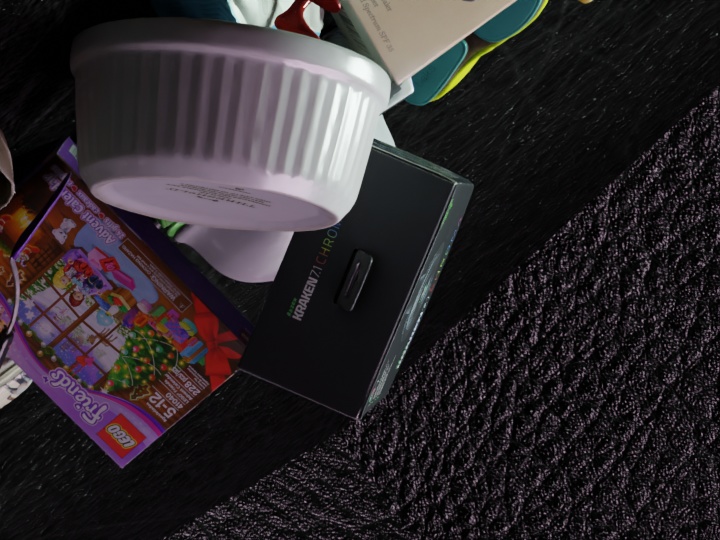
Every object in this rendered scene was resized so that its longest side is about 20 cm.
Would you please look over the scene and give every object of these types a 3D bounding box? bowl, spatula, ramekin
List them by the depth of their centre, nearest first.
[{"bbox_3d":[-0.085,-0.085,1.454,0.202,0.095,0.202,6,170,1],"label":"ramekin"},{"bbox_3d":[-0.238,0.026,1.584,0.057,0.020,0.201,-100,-150,-75],"label":"spatula"},{"bbox_3d":[-0.042,-0.047,1.845,0.201,0.091,0.201,-34,180,0],"label":"bowl"}]

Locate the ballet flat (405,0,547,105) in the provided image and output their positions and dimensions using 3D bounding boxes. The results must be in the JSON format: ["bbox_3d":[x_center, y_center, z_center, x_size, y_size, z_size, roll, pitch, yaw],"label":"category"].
[{"bbox_3d":[0.097,-0.216,2.006,0.200,0.067,0.067,-41,-168,43],"label":"ballet flat"}]

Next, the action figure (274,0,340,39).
[{"bbox_3d":[0.013,-0.222,1.500,0.200,0.052,0.065,-60,175,-35],"label":"action figure"}]

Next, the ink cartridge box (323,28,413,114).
[{"bbox_3d":[-0.042,-0.122,1.733,0.200,0.043,0.198,-35,-165,-18],"label":"ink cartridge box"}]

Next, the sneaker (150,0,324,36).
[{"bbox_3d":[-0.075,-0.174,1.500,0.081,0.076,0.200,-60,168,-3],"label":"sneaker"}]

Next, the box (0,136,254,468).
[{"bbox_3d":[-0.186,0.025,1.646,0.137,0.200,0.039,-40,-167,19],"label":"box"}]

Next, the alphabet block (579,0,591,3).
[{"bbox_3d":[0.147,-0.297,1.280,0.200,0.197,0.195,-36,170,-4],"label":"alphabet block"}]

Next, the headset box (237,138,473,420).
[{"bbox_3d":[0.000,0.000,1.614,0.200,0.093,0.175,-9,122,-84],"label":"headset box"}]

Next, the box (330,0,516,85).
[{"bbox_3d":[0.070,-0.227,1.616,0.200,0.095,0.078,-37,-151,-6],"label":"box"}]

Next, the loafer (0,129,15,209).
[{"bbox_3d":[-0.252,-0.063,1.344,0.076,0.068,0.200,-40,171,20],"label":"loafer"}]

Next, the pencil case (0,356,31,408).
[{"bbox_3d":[-0.277,0.062,1.873,0.200,0.078,0.089,-37,-163,4],"label":"pencil case"}]

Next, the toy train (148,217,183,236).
[{"bbox_3d":[-0.093,-0.097,1.917,0.200,0.042,0.056,-35,161,-13],"label":"toy train"}]
